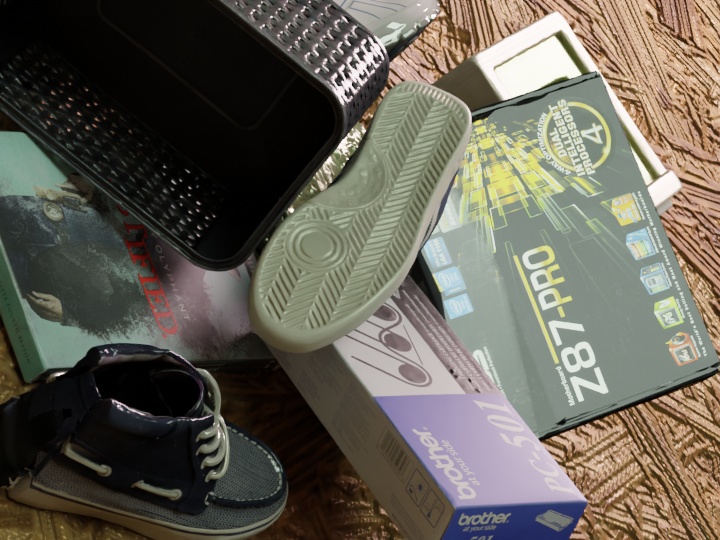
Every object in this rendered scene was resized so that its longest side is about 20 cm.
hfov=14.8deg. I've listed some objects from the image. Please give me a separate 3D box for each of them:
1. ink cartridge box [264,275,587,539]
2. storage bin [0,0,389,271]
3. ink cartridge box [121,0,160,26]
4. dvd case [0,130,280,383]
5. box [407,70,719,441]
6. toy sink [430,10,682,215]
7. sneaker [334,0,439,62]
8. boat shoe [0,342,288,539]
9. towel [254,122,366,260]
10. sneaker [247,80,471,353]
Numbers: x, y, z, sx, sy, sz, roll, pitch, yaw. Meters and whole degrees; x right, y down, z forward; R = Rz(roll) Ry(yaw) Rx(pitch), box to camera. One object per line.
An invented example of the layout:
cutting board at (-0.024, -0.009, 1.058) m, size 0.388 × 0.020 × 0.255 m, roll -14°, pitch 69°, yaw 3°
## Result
ink cartridge box at (0.031, 0.078, 1.513) m, size 0.094 × 0.044 × 0.200 m, roll 1°, pitch 37°, yaw -37°
storage bin at (-0.102, -0.115, 1.507) m, size 0.200 × 0.135 × 0.094 m, roll 39°, pitch 28°, yaw -1°
ink cartridge box at (-0.097, -0.204, 1.642) m, size 0.067 × 0.116 × 0.200 m, roll 54°, pitch 34°, yaw -1°
dvd case at (-0.131, -0.009, 1.524) m, size 0.200 × 0.022 × 0.146 m, roll 1°, pitch 62°, yaw -52°
box at (0.105, -0.003, 1.658) m, size 0.161 × 0.049 × 0.200 m, roll -18°, pitch 82°, yaw -20°
toy sink at (0.122, -0.048, 1.783) m, size 0.200 × 0.112 × 0.130 m, roll 57°, pitch 35°, yaw 1°
sneaker at (-0.018, -0.158, 1.742) m, size 0.087 × 0.075 × 0.200 m, roll 52°, pitch 34°, yaw 2°
boat shoe at (-0.091, 0.090, 1.428) m, size 0.200 × 0.093 × 0.075 m, roll 11°, pitch 54°, yaw -46°
towel at (0.000, 0.000, 1.663) m, size 0.148 × 0.036 × 0.200 m, roll -13°, pitch 73°, yaw -55°
sneaker at (0.000, -0.013, 1.533) m, size 0.075 × 0.085 × 0.200 m, roll 31°, pitch 53°, yaw 10°
